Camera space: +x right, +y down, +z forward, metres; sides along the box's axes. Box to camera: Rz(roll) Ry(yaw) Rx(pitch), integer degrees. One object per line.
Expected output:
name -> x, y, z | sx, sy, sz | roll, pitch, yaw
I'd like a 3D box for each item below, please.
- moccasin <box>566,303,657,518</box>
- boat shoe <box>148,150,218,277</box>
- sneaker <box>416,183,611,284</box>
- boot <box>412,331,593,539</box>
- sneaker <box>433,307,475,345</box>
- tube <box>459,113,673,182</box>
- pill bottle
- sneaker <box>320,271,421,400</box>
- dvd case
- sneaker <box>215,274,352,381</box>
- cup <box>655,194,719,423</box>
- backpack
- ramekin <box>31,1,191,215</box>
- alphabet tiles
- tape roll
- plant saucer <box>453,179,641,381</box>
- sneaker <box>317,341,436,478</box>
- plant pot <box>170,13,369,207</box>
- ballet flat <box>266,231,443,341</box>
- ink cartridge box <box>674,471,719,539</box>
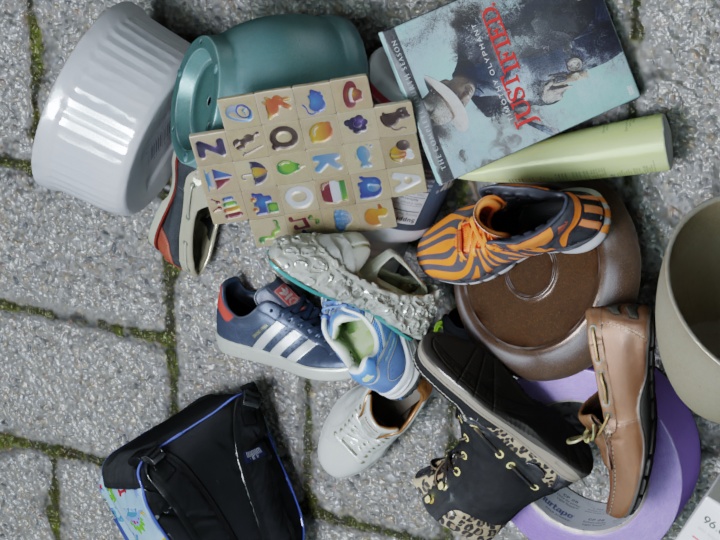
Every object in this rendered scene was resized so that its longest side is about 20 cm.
moccasin -> 0.224, 0.127, 1.597 | 0.077, 0.074, 0.203 | 1, 118, 13
boat shoe -> -0.157, -0.084, 1.810 | 0.062, 0.071, 0.201 | 41, 127, 22
sneaker -> 0.114, -0.041, 1.599 | 0.199, 0.112, 0.078 | -18, 74, 34
boot -> 0.100, 0.161, 1.676 | 0.199, 0.073, 0.151 | 36, 126, -12
sneaker -> 0.153, 0.048, 1.695 | 0.199, 0.072, 0.083 | -19, 98, 32
tube -> 0.179, -0.102, 1.613 | 0.198, 0.052, 0.058 | -8, 141, 18
pill bottle -> 0.029, -0.096, 1.680 | 0.119, 0.119, 0.201 | 32, 121, 14
sneaker -> -0.004, 0.029, 1.737 | 0.076, 0.077, 0.201 | -41, 58, 24
dvd case -> 0.132, -0.180, 1.582 | 0.198, 0.022, 0.147 | -23, 98, -6
sneaker -> -0.063, 0.052, 1.810 | 0.198, 0.075, 0.085 | 9, 117, 26
cup -> 0.335, 0.054, 1.549 | 0.200, 0.200, 0.144 | 36, 147, 11
backpack -> -0.162, 0.248, 1.880 | 0.146, 0.182, 0.201 | -11, 108, 54
ramekin -> -0.228, -0.151, 1.755 | 0.097, 0.201, 0.202 | 27, 119, 8
alphabet tiles -> -0.045, -0.095, 1.588 | 0.198, 0.006, 0.167 | -8, 129, 6
tape roll -> 0.219, 0.175, 1.711 | 0.198, 0.066, 0.202 | 10, 114, 25
plant saucer -> 0.162, 0.000, 1.649 | 0.199, 0.032, 0.203 | -4, 83, 35
sneaker -> 0.008, 0.148, 1.804 | 0.073, 0.085, 0.200 | 43, 123, 5
plant pot -> -0.095, -0.148, 1.660 | 0.200, 0.133, 0.202 | -28, 58, 58
ballet flat -> 0.000, 0.000, 1.641 | 0.071, 0.199, 0.072 | -24, 53, 37
ink cartridge box -> 0.351, 0.230, 1.580 | 0.116, 0.200, 0.068 | 35, 121, 12
